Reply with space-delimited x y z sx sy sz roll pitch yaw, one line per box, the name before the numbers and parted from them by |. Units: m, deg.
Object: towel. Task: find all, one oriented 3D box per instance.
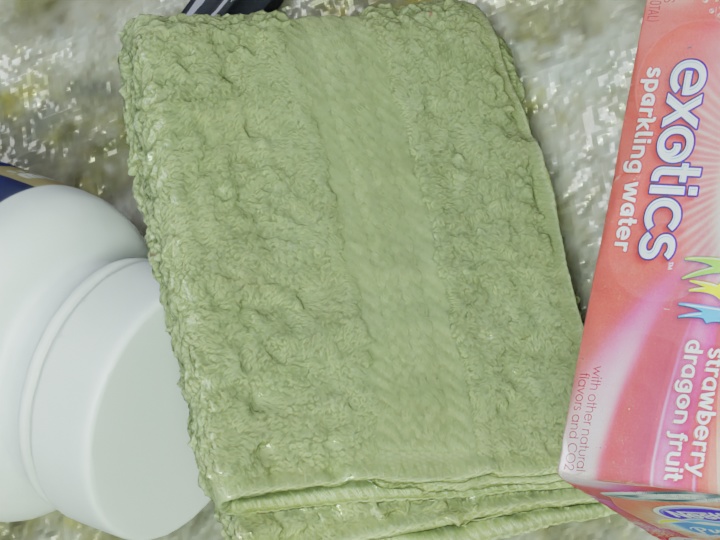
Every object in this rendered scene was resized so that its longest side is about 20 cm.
towel | 0.000 0.000 0.945 0.037 0.147 0.201 121 140 -56

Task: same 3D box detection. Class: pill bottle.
pill bottle | -0.138 0.020 1.013 0.199 0.120 0.120 19 82 33

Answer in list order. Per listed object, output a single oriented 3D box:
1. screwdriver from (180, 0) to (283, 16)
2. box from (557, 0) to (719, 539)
screwdriver | -0.009 -0.146 1.050 0.028 0.029 0.200 43 101 33
box | 0.139 -0.017 0.882 0.102 0.095 0.201 5 75 30
